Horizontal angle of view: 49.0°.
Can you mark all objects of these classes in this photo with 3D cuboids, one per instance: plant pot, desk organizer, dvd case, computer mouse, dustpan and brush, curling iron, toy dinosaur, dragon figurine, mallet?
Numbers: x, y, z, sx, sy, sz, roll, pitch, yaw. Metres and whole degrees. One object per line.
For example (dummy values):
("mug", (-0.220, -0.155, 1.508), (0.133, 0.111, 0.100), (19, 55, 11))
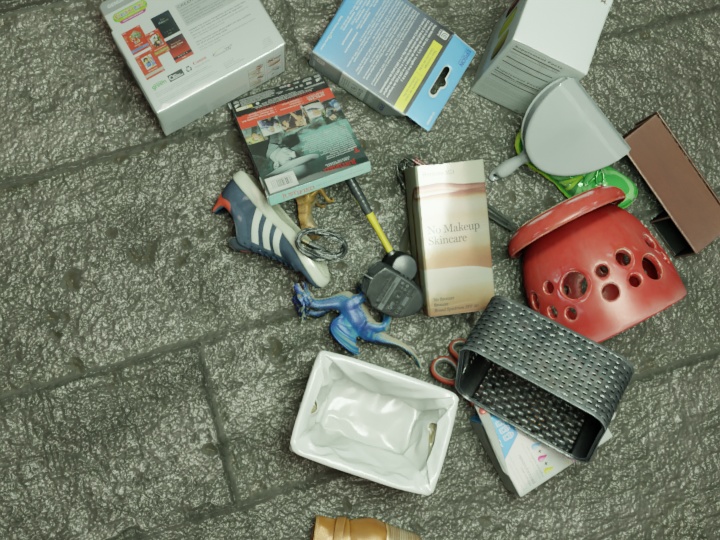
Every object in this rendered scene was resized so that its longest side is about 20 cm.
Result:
("plant pot", (0.313, -0.003, 1.079), (0.197, 0.201, 0.185), (-23, 80, -9))
("desk organizer", (0.453, -0.123, 1.171), (0.076, 0.072, 0.202), (-35, 90, -7))
("dvd case", (-0.086, -0.183, 1.071), (0.143, 0.022, 0.202), (-20, 52, -9))
("computer mouse", (0.000, 0.000, 1.045), (0.198, 0.034, 0.059), (33, 101, -17))
("dustpan and brush", (0.253, -0.170, 1.096), (0.199, 0.058, 0.140), (-35, 109, 33))
("curling iron", (0.137, -0.107, 1.148), (0.197, 0.026, 0.050), (26, 94, -7))
("toy dinosaur", (-0.085, -0.145, 1.102), (0.104, 0.060, 0.203), (-23, 88, -8))
("dragon figurine", (-0.009, 0.081, 1.091), (0.099, 0.059, 0.201), (-41, 90, -10))
("mallet", (0.018, -0.071, 1.079), (0.041, 0.066, 0.202), (-32, 109, -8))

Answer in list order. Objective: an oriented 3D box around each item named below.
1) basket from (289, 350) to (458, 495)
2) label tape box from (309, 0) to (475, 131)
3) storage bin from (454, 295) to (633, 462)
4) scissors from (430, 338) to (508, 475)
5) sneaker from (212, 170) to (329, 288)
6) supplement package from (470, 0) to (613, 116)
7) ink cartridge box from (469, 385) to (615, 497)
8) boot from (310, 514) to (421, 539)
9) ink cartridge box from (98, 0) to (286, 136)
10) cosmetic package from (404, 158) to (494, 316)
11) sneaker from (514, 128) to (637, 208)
("basket", (0.012, 0.198, 1.050), (0.196, 0.123, 0.138), (19, 82, -6))
("label tape box", (0.045, -0.306, 1.135), (0.198, 0.066, 0.145), (33, 81, -6))
("storage bin", (0.230, 0.138, 1.012), (0.198, 0.136, 0.094), (28, 61, 20))
("scissors", (0.168, 0.178, 1.077), (0.072, 0.014, 0.201), (-29, 55, -10))
("sneaker", (-0.125, -0.038, 1.077), (0.084, 0.075, 0.201), (-43, 74, 7))
("supplement package", (0.243, -0.308, 1.093), (0.108, 0.200, 0.116), (23, 81, -5))
("ink cartridge box", (0.269, 0.210, 1.112), (0.198, 0.068, 0.117), (-30, 88, -9))
("boot", (-0.010, 0.433, 1.053), (0.151, 0.074, 0.204), (13, 71, -8))
("ink cartridge box", (-0.227, -0.318, 1.084), (0.198, 0.084, 0.178), (-30, 83, -10))
("cosmetic package", (0.123, -0.046, 1.092), (0.101, 0.087, 0.205), (-8, 95, -6))
("sneaker", (0.316, -0.148, 1.146), (0.197, 0.084, 0.075), (29, 82, -4))
